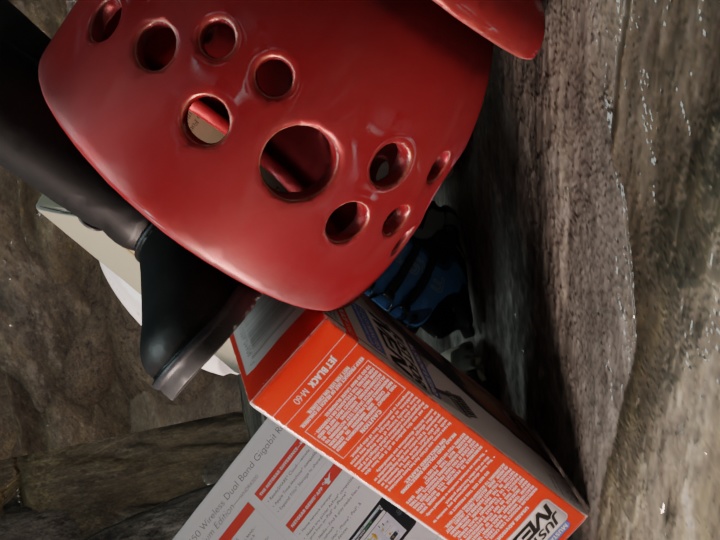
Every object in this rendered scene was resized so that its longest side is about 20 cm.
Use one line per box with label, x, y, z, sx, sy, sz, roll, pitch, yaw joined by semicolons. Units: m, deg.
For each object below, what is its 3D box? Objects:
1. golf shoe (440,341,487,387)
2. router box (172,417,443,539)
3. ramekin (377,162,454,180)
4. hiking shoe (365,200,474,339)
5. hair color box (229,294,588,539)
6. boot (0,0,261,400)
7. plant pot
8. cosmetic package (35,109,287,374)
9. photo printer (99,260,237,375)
golf shoe;0.041;0.104;0.911;0.200;0.087;0.078;118;142;-73
router box;-0.031;0.201;0.801;0.179;0.200;0.049;40;-178;29
ramekin;-0.019;-0.139;0.847;0.202;0.093;0.204;158;90;-87
hiking shoe;0.007;0.005;0.799;0.074;0.199;0.087;-30;73;40
hair color box;0.023;0.078;0.716;0.200;0.064;0.111;40;-171;-26
boot;-0.137;-0.042;0.633;0.200;0.066;0.165;41;-161;-10
plant pot;-0.028;-0.112;0.634;0.183;0.199;0.201;-52;29;16
cosmetic package;-0.093;-0.021;0.815;0.073;0.104;0.200;10;156;44
photo printer;-0.114;-0.033;0.999;0.166;0.069;0.201;38;111;29
